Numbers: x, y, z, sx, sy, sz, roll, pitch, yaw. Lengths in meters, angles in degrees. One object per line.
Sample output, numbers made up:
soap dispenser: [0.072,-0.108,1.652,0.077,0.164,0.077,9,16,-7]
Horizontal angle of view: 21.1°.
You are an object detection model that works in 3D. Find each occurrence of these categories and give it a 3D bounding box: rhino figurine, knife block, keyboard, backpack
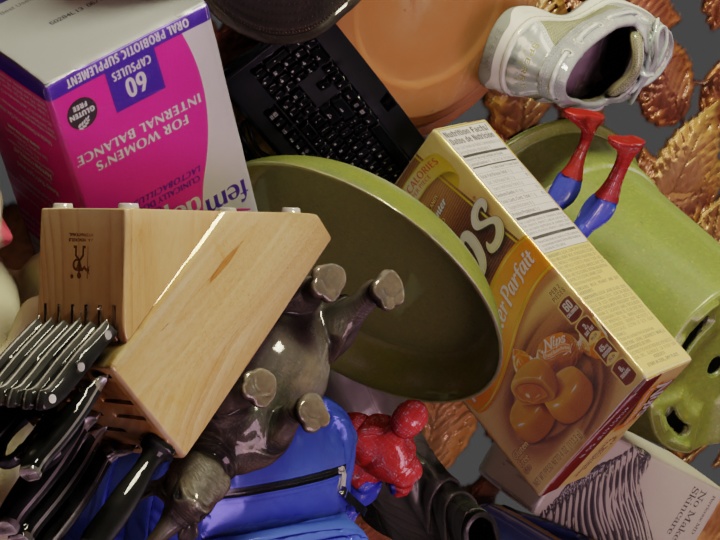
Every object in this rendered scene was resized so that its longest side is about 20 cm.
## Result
rhino figurine: [-0.058,0.074,1.010,0.060,0.087,0.200,44,58,-14]
knife block: [-0.104,0.055,0.960,0.200,0.064,0.176,-1,93,-50]
keyboard: [-0.019,-0.067,1.154,0.104,0.040,0.200,-34,142,8]
backpack: [-0.075,0.153,1.122,0.162,0.168,0.200,-8,112,-42]

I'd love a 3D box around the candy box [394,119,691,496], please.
candy box: [0.090,0.021,1.160,0.055,0.200,0.115,-16,149,-49]

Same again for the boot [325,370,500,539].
boot: [0.043,0.135,1.281,0.068,0.131,0.200,-36,132,-18]

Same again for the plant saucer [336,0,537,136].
plant saucer: [0.035,-0.170,1.169,0.200,0.032,0.200,-20,127,-30]

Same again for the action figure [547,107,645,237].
action figure: [0.111,-0.001,1.206,0.052,0.065,0.200,-3,119,-47]

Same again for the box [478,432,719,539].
box: [0.184,0.159,1.455,0.200,0.068,0.082,26,96,-44]

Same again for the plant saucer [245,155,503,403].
plant saucer: [0.000,0.000,1.121,0.031,0.200,0.200,-56,140,-30]

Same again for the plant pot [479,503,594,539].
plant pot: [0.140,0.286,1.396,0.200,0.200,0.180,25,91,-53]

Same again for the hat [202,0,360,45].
hat: [-0.030,-0.221,1.004,0.201,0.081,0.201,7,81,-49]

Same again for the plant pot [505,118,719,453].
plant pot: [0.177,0.025,1.287,0.200,0.190,0.200,-20,126,-30]

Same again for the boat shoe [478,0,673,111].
boat shoe: [0.152,-0.134,1.243,0.202,0.065,0.074,-6,120,-56]

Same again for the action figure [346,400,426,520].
action figure: [-0.003,0.124,1.211,0.052,0.065,0.200,-46,179,-30]

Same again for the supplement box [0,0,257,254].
supplement box: [-0.128,-0.056,1.052,0.101,0.103,0.200,-32,132,-23]

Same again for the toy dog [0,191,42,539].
toy dog: [-0.235,0.022,1.004,0.194,0.140,0.200,7,118,6]
